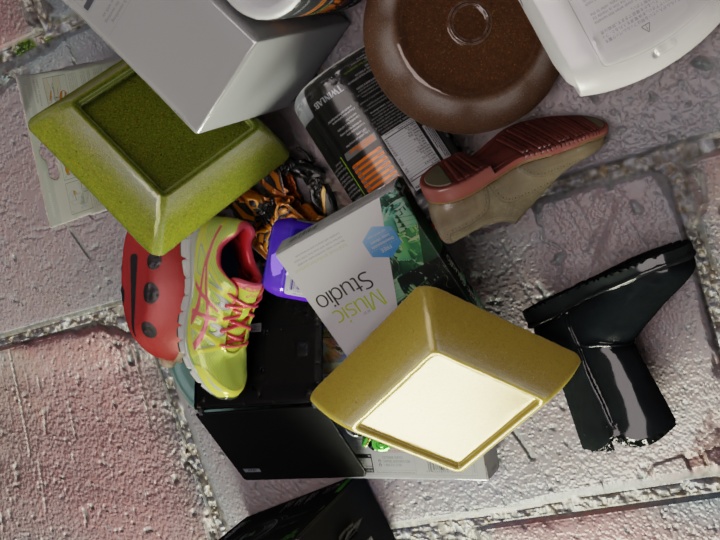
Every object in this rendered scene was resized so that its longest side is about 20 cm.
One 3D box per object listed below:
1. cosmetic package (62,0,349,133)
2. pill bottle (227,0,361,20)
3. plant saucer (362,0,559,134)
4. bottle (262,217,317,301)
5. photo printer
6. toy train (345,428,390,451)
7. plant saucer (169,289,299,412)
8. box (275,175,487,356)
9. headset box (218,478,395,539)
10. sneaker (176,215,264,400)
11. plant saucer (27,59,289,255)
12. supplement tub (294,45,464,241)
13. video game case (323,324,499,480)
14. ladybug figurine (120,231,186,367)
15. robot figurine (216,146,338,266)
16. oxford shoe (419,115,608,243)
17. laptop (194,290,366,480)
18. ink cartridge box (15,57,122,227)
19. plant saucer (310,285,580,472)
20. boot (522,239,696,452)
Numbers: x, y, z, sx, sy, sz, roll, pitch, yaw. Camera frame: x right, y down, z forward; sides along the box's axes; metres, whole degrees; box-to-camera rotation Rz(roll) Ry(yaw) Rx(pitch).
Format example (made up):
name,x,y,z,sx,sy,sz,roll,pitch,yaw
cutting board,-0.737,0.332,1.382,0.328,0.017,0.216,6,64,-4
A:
name,x,y,z,sx,sy,sz,roll,pitch,yaw
cosmetic package,-0.150,-0.260,1.221,0.200,0.199,0.123,45,119,7
pill bottle,-0.046,-0.299,1.160,0.105,0.200,0.107,8,108,25
plant saucer,0.102,-0.231,1.148,0.198,0.037,0.203,0,91,-1
bottle,0.000,0.000,1.271,0.198,0.065,0.084,9,98,-1
photo printer,0.223,-0.269,1.091,0.166,0.069,0.201,-30,91,8
toy train,0.038,0.105,1.267,0.056,0.042,0.201,21,116,-7
plant saucer,-0.154,0.101,1.423,0.198,0.036,0.202,7,107,24
box,0.030,0.026,1.188,0.144,0.036,0.201,-28,109,23
headset box,-0.078,0.327,1.371,0.199,0.174,0.093,-26,93,30
sneaker,-0.141,0.037,1.292,0.090,0.078,0.202,-7,89,40
plant saucer,-0.200,-0.146,1.242,0.200,0.200,0.048,44,150,9
supplement tub,0.032,-0.117,1.219,0.122,0.122,0.201,-33,90,29
video game case,0.043,0.136,1.331,0.198,0.045,0.183,-4,104,27
ladybug figurine,-0.225,0.009,1.377,0.135,0.071,0.202,-9,81,52
robot figurine,-0.119,-0.089,1.336,0.200,0.058,0.145,46,120,8
oxford shoe,0.150,-0.090,1.163,0.199,0.070,0.075,-22,120,-12
laptop,-0.090,0.130,1.367,0.176,0.103,0.202,-8,76,31
ink cartridge box,-0.308,-0.142,1.332,0.050,0.200,0.164,-4,103,28
plant saucer,0.082,0.122,1.180,0.199,0.049,0.200,24,130,-25
boot,0.270,0.079,1.185,0.199,0.076,0.169,-29,88,36
